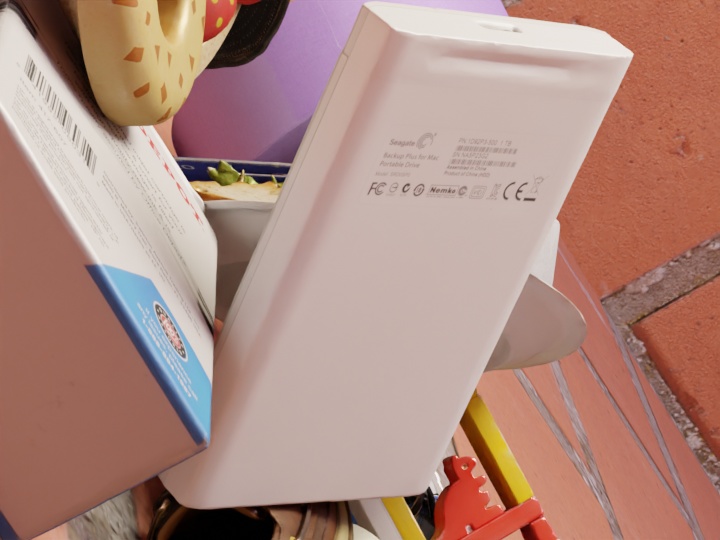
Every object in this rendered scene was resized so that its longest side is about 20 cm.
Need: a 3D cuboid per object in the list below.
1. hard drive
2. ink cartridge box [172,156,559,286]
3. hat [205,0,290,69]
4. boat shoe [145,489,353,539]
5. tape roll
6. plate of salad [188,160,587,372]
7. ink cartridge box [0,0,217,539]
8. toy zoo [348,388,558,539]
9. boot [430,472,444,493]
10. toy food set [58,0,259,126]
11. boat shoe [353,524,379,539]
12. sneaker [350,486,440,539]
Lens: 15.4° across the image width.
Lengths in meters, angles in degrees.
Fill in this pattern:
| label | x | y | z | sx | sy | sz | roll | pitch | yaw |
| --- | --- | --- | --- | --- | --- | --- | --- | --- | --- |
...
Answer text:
| label | x | y | z | sx | sy | sz | roll | pitch | yaw |
| --- | --- | --- | --- | --- | --- | --- | --- | --- | --- |
| hard drive | 0.014 | -0.002 | 0.996 | 0.131 | 0.201 | 0.026 | 1 | 32 | -45 |
| ink cartridge box | -0.017 | -0.019 | 1.237 | 0.200 | 0.198 | 0.041 | 21 | 73 | -76 |
| hat | -0.134 | -0.154 | 1.278 | 0.081 | 0.200 | 0.201 | -52 | 122 | -32 |
| boat shoe | -0.046 | 0.105 | 1.037 | 0.068 | 0.072 | 0.200 | 58 | 12 | -29 |
| tape roll | -0.002 | -0.084 | 1.468 | 0.066 | 0.199 | 0.200 | 65 | 10 | 21 |
| plate of salad | 0.000 | 0.000 | 1.134 | 0.200 | 0.199 | 0.048 | 45 | 52 | -60 |
| ink cartridge box | -0.121 | -0.017 | 0.954 | 0.147 | 0.084 | 0.200 | 59 | 8 | -18 |
| toy zoo | 0.026 | 0.138 | 1.175 | 0.201 | 0.131 | 0.020 | 62 | -19 | 3 |
| boot | 0.015 | 0.134 | 1.357 | 0.096 | 0.073 | 0.201 | 71 | -2 | -62 |
| toy food set | -0.062 | -0.161 | 0.998 | 0.200 | 0.048 | 0.199 | -32 | 130 | -65 |
| boat shoe | 0.009 | 0.207 | 1.100 | 0.068 | 0.072 | 0.201 | -30 | 95 | -56 |
| sneaker | 0.002 | 0.113 | 1.232 | 0.201 | 0.089 | 0.079 | 59 | 8 | -16 |
